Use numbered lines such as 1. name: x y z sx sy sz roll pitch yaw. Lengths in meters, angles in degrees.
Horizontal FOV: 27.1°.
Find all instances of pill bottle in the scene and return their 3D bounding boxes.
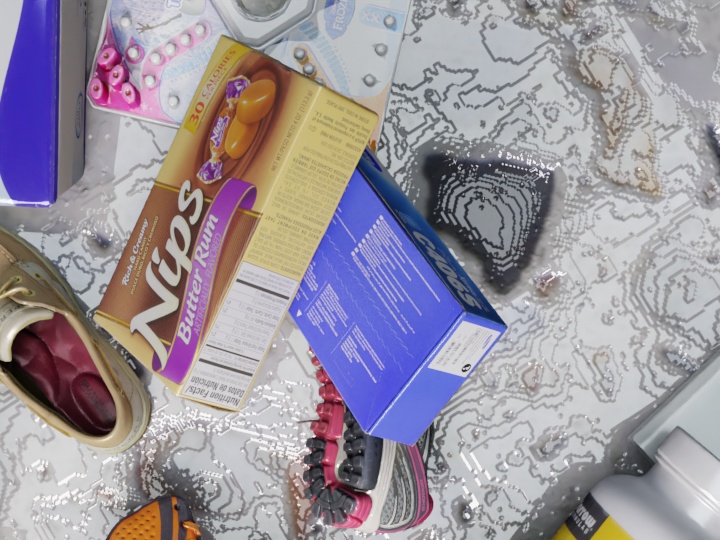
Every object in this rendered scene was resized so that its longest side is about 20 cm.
1. pill bottle: 0.161 0.198 0.913 0.112 0.112 0.201 38 93 2

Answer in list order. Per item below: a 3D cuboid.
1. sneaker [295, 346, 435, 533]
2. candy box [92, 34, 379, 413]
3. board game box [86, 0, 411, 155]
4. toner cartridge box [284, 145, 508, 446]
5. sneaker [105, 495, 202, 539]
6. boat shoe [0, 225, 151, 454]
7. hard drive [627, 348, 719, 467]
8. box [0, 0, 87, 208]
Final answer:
1. sneaker: 0.011 0.066 0.955 0.074 0.080 0.203 15 73 -36
2. candy box: -0.080 -0.030 0.917 0.056 0.116 0.202 22 98 -43
3. board game box: -0.066 -0.186 0.988 0.197 0.026 0.203 13 87 0
4. toner cartridge box: 0.000 0.000 0.898 0.095 0.043 0.201 -51 47 18
5. sneaker: -0.086 0.196 0.937 0.198 0.078 0.113 8 43 -29
6. boat shoe: -0.212 0.035 0.951 0.200 0.066 0.074 42 87 2
7. hard drive: 0.290 0.090 0.974 0.200 0.026 0.132 -43 88 -4
8. box: -0.272 -0.145 0.920 0.197 0.105 0.187 3 104 -1
